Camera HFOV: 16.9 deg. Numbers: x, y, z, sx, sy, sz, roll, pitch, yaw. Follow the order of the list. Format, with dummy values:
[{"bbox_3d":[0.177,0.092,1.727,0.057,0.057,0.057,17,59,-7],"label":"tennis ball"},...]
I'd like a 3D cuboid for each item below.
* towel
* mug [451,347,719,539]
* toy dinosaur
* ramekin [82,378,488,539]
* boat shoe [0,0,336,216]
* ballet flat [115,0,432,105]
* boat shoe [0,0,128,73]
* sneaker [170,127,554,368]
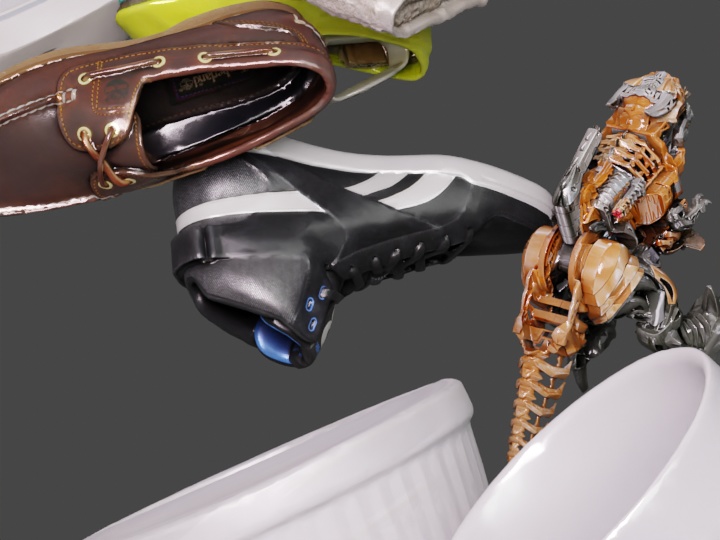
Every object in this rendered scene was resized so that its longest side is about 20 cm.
[{"bbox_3d":[-0.003,-0.165,1.238,0.132,0.035,0.200,21,23,17],"label":"towel"},{"bbox_3d":[0.152,0.131,0.908,0.175,0.200,0.148,44,46,-11],"label":"mug"},{"bbox_3d":[0.118,0.001,1.223,0.200,0.136,0.102,-47,51,-2],"label":"toy dinosaur"},{"bbox_3d":[-0.027,0.129,1.075,0.202,0.202,0.094,-25,91,-31],"label":"ramekin"},{"bbox_3d":[-0.109,-0.073,1.157,0.200,0.070,0.070,-23,35,-3],"label":"boat shoe"},{"bbox_3d":[-0.036,-0.117,1.243,0.200,0.067,0.067,-9,86,-44],"label":"ballet flat"},{"bbox_3d":[-0.199,-0.115,1.181,0.200,0.072,0.069,-31,67,-30],"label":"boat shoe"},{"bbox_3d":[0.000,0.000,1.220,0.200,0.073,0.112,8,67,-12],"label":"sneaker"}]
